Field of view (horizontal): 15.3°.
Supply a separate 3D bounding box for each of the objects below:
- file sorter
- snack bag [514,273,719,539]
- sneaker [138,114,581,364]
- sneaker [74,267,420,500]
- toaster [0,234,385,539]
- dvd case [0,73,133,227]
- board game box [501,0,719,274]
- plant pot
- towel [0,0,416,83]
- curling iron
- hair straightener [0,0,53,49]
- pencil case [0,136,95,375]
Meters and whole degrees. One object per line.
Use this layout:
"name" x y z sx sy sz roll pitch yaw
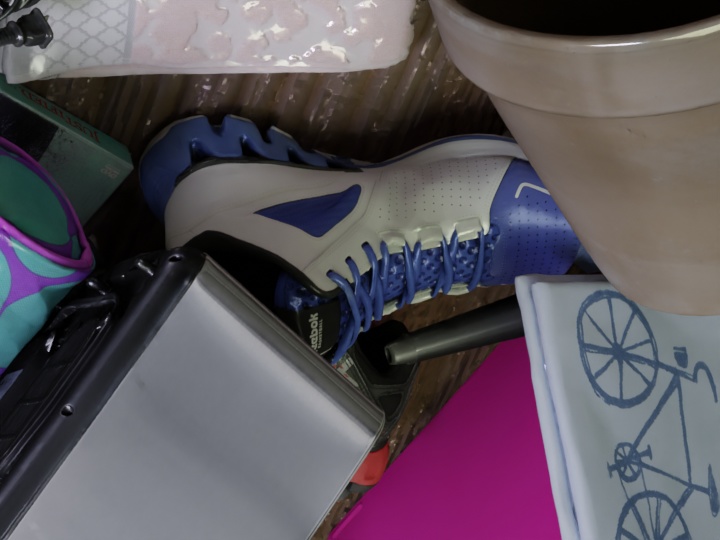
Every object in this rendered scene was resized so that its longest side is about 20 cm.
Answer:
"file sorter" 0.099 0.136 1.312 0.125 0.139 0.200 22 124 -30
"snack bag" 0.158 0.087 1.208 0.200 0.189 0.021 -5 170 -42
"sneaker" -0.001 0.000 1.185 0.199 0.115 0.081 4 133 -6
"sneaker" -0.055 0.030 1.242 0.200 0.071 0.098 25 109 -28
"toaster" -0.100 0.085 1.087 0.119 0.181 0.200 39 71 -14
"dvd case" -0.216 -0.011 1.187 0.146 0.022 0.200 31 113 -34
"board game box" 0.170 -0.075 1.256 0.200 0.034 0.134 -43 127 16
"plant pot" 0.141 -0.083 1.123 0.199 0.200 0.174 -21 125 -2
"towel" -0.060 -0.167 1.112 0.190 0.032 0.201 -5 129 -15
"curling iron" 0.105 0.007 1.248 0.199 0.026 0.050 -17 154 -9
"hair straightener" -0.151 -0.119 1.076 0.200 0.041 0.077 -54 150 11
"pencil case" -0.200 0.031 1.106 0.092 0.085 0.200 40 110 -13
